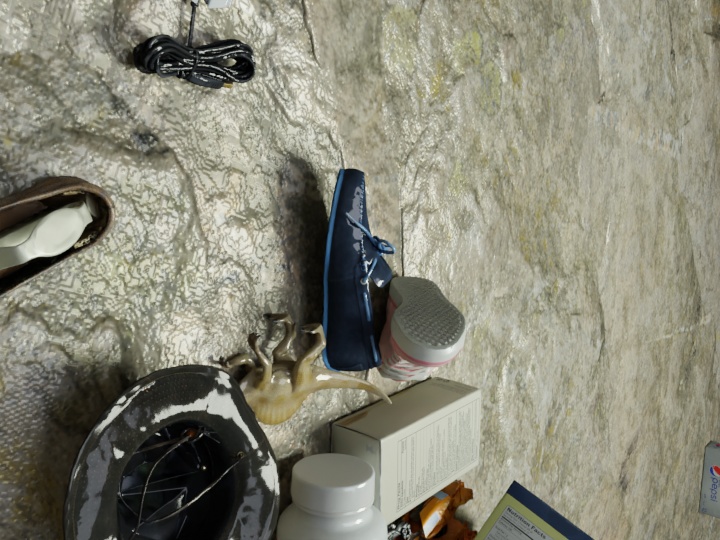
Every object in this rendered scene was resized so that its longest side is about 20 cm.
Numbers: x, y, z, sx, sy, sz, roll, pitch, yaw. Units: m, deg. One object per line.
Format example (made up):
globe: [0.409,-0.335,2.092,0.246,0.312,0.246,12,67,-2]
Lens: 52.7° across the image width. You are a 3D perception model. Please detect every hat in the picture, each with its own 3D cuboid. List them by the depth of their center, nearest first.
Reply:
hat: [-0.157,0.172,0.564,0.199,0.080,0.204,3,86,-51]

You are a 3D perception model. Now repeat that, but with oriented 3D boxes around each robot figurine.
robot figurine: [0.069,0.349,0.881,0.199,0.058,0.147,-36,125,-42]

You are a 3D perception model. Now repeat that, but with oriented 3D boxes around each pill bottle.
pill bottle: [-0.029,0.291,0.713,0.110,0.110,0.203,-7,102,-49]

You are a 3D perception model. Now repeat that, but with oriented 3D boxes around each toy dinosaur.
toy dinosaur: [-0.064,0.095,0.678,0.198,0.058,0.103,-7,108,-32]

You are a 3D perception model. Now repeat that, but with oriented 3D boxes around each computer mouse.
computer mouse: [-0.117,-0.245,0.559,0.109,0.043,0.203,-1,98,-49]

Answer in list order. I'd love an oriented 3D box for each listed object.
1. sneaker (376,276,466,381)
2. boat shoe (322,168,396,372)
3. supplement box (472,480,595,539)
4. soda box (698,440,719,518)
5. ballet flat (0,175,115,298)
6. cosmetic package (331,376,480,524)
sneaker: [0.059,0.082,0.751,0.200,0.074,0.106,-100,-163,-74]
boat shoe: [0.000,0.000,0.716,0.084,0.068,0.203,-80,173,-69]
supplement box: [0.178,0.405,0.893,0.200,0.134,0.201,-46,156,-24]
soda box: [1.016,0.596,2.068,0.063,0.068,0.203,-10,104,-49]
ballet flat: [-0.235,-0.007,0.442,0.200,0.067,0.069,-41,126,-38]
cosmetic package: [0.057,0.200,0.830,0.199,0.070,0.107,-10,105,-49]
